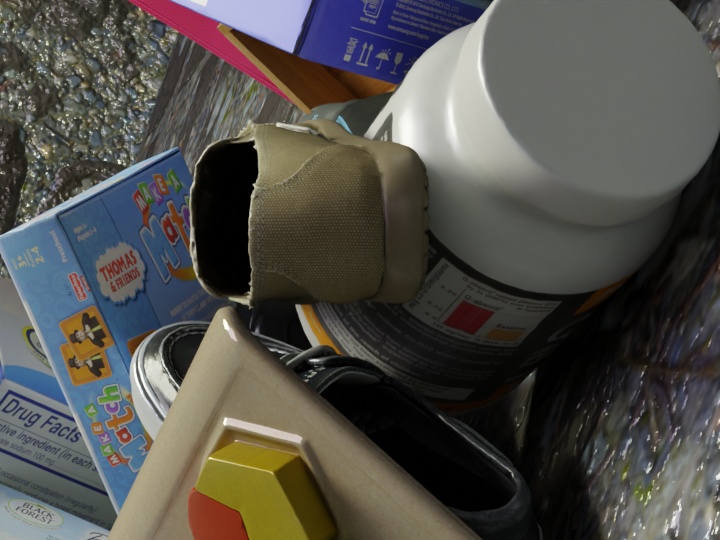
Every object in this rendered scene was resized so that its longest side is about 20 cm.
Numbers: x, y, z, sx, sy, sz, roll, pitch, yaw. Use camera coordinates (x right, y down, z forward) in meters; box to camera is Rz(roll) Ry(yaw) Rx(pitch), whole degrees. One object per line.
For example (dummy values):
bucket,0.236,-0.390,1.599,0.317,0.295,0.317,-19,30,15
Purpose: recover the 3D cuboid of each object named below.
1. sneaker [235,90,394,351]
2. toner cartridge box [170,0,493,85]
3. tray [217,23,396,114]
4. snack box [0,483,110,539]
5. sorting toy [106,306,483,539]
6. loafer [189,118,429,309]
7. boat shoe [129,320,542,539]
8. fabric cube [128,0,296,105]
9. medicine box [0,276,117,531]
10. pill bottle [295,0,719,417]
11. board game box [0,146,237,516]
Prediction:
sneaker,0.000,0.000,1.028,0.082,0.073,0.200,-17,51,36
toner cartridge box,0.014,-0.104,0.981,0.095,0.200,0.043,29,102,38
tray,0.016,-0.138,1.212,0.200,0.099,0.037,-28,23,55
snack box,-0.126,0.222,1.111,0.068,0.168,0.200,-54,-16,-55
sorting toy,-0.024,0.141,0.871,0.036,0.200,0.185,-20,-34,-47
loafer,-0.034,-0.023,0.875,0.200,0.067,0.076,177,96,-71
boat shoe,-0.014,0.061,0.904,0.072,0.200,0.068,-38,-38,-28
fabric cube,-0.016,-0.238,1.328,0.200,0.196,0.199,-62,6,-29
medicine box,-0.179,0.124,1.183,0.200,0.182,0.103,-49,41,15
pill bottle,0.054,-0.028,0.905,0.200,0.116,0.117,129,158,-60
board game box,-0.078,0.055,1.041,0.037,0.200,0.151,-20,7,20
